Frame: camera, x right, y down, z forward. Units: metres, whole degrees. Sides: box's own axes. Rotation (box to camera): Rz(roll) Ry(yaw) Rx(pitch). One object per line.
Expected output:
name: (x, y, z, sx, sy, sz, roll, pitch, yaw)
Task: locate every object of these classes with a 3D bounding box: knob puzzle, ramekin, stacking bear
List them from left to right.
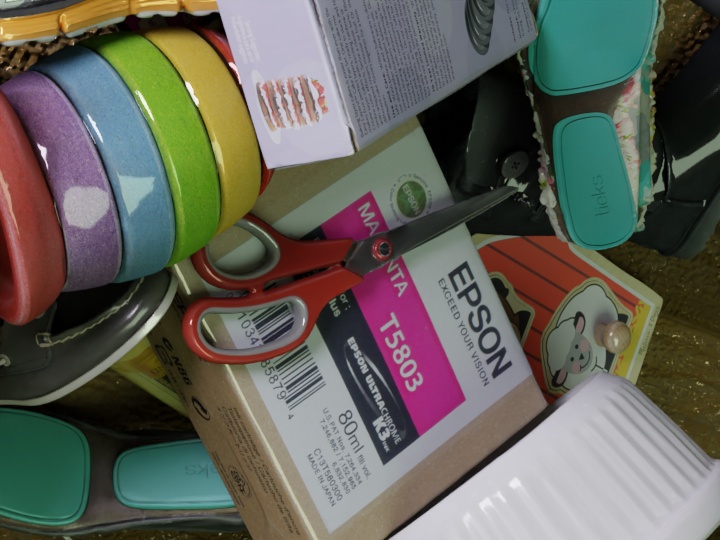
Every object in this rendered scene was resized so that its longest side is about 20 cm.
stacking bear: (-0.085, -0.064, 0.817, 0.199, 0.121, 0.114, -25, 101, -25)
knob puzzle: (0.091, 0.060, 1.066, 0.219, 0.030, 0.221, -5, 99, -37)
ramekin: (0.093, 0.137, 0.962, 0.202, 0.094, 0.202, -37, 175, -4)

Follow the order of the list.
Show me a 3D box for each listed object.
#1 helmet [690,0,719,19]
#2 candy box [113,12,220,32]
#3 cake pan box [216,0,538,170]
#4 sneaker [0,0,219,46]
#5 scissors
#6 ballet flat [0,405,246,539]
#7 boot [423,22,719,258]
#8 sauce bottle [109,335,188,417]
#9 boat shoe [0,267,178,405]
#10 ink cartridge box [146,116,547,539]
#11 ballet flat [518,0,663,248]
helmet: (0.227, -0.213, 0.907, 0.190, 0.201, 0.200, -17, 139, 30)
candy box: (-0.092, -0.211, 0.819, 0.136, 0.061, 0.201, -33, 130, -5)
cake pan box: (-0.003, -0.164, 0.774, 0.184, 0.052, 0.201, -40, 118, -55)
sneaker: (-0.116, -0.143, 0.773, 0.199, 0.078, 0.078, -14, 114, -21)
scissors: (0.000, 0.000, 0.898, 0.199, 0.014, 0.074, -7, 90, -33)
ballet flat: (-0.141, 0.118, 0.993, 0.198, 0.068, 0.068, 7, 154, -4)
boot: (0.133, -0.090, 1.029, 0.199, 0.066, 0.166, 9, 114, -28)
sauce bottle: (-0.082, 0.048, 0.996, 0.066, 0.066, 0.200, -48, 131, 8)
boat shoe: (-0.175, 0.028, 0.876, 0.199, 0.067, 0.057, -19, 129, 35)
ink cartridge box: (-0.015, 0.028, 0.940, 0.164, 0.075, 0.201, -35, 109, -27)
ballet flat: (0.112, -0.101, 0.917, 0.075, 0.064, 0.201, -4, 129, -2)
